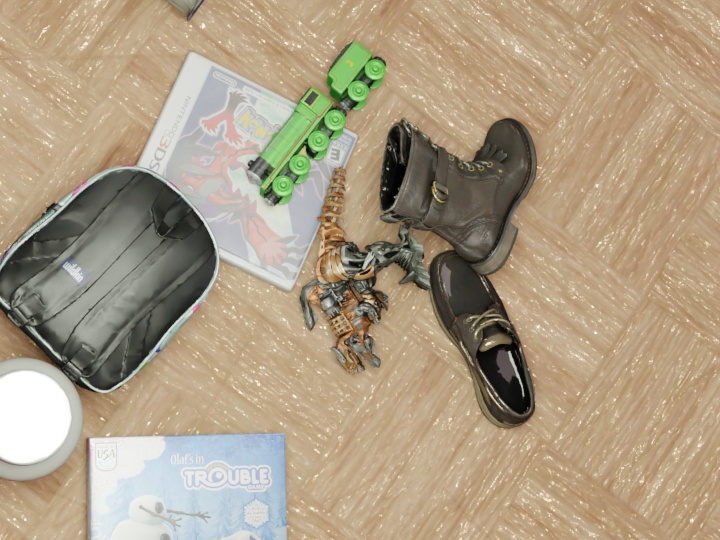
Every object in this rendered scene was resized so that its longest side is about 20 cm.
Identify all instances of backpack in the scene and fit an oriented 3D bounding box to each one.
[{"bbox_3d":[-0.240,0.001,1.586,0.178,0.151,0.200,45,82,-9],"label":"backpack"}]

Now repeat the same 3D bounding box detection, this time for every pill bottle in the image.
[{"bbox_3d":[-0.317,0.140,1.524,0.112,0.200,0.114,2,83,-14],"label":"pill bottle"}]

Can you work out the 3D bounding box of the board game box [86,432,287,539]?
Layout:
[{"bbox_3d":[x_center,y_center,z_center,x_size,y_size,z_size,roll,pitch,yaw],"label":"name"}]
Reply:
[{"bbox_3d":[-0.172,0.264,1.630,0.198,0.043,0.201,0,83,-15],"label":"board game box"}]

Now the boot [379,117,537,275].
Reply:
[{"bbox_3d":[0.096,-0.106,1.679,0.174,0.069,0.201,34,55,-35],"label":"boot"}]

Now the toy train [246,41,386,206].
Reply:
[{"bbox_3d":[-0.046,-0.153,1.690,0.056,0.042,0.200,37,75,3],"label":"toy train"}]

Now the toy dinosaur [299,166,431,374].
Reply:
[{"bbox_3d":[0.000,0.000,1.683,0.134,0.102,0.202,-11,111,0],"label":"toy dinosaur"}]

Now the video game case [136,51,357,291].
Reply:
[{"bbox_3d":[-0.125,-0.102,1.694,0.199,0.023,0.183,26,78,-11],"label":"video game case"}]

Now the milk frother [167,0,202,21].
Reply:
[{"bbox_3d":[-0.188,-0.386,1.620,0.187,0.200,0.181,35,73,-9],"label":"milk frother"}]

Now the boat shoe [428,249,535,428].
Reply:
[{"bbox_3d":[0.137,0.068,1.717,0.074,0.073,0.201,-27,91,-16],"label":"boat shoe"}]
